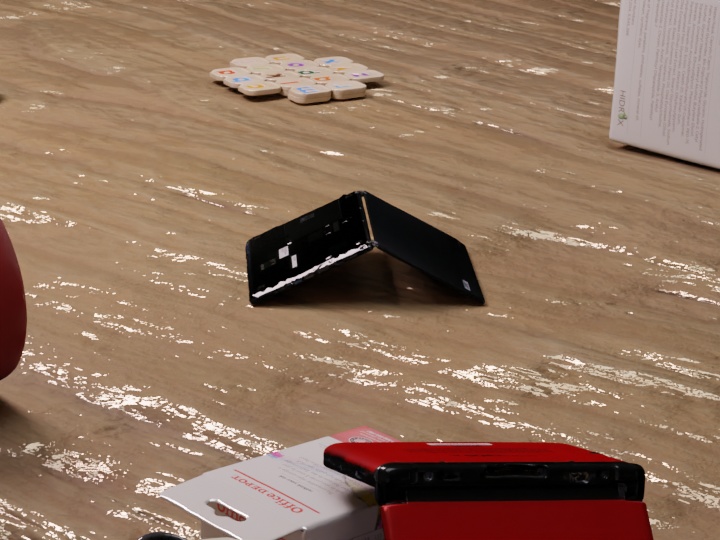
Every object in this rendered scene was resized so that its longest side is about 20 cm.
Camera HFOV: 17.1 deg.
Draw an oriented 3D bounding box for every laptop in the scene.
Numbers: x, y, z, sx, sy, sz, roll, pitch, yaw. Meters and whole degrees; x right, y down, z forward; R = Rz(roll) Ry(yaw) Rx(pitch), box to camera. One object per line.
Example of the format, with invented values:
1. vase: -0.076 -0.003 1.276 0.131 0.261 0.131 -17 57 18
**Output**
1. laptop: 0.000 0.000 2.300 0.199 0.104 0.177 -25 18 4

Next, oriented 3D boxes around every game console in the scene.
1. game console: 0.089 0.185 1.622 0.199 0.120 0.172 2 3 -23

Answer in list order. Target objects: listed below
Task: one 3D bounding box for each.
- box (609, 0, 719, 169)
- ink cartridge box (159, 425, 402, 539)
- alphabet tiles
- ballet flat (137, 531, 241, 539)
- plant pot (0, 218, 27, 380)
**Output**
1. box: 0.412 -0.240 2.737 0.171 0.201 0.198 19 24 37
2. ink cartridge box: -0.033 0.177 1.684 0.199 0.068 0.116 -13 23 -40
3. alphabet tiles: -0.079 -0.241 2.996 0.194 0.015 0.200 -9 21 -29
4. ballet flat: -0.051 0.176 1.227 0.199 0.074 0.073 13 22 42
5. plant pot: -0.393 0.024 1.926 0.182 0.202 0.200 -24 30 -33
